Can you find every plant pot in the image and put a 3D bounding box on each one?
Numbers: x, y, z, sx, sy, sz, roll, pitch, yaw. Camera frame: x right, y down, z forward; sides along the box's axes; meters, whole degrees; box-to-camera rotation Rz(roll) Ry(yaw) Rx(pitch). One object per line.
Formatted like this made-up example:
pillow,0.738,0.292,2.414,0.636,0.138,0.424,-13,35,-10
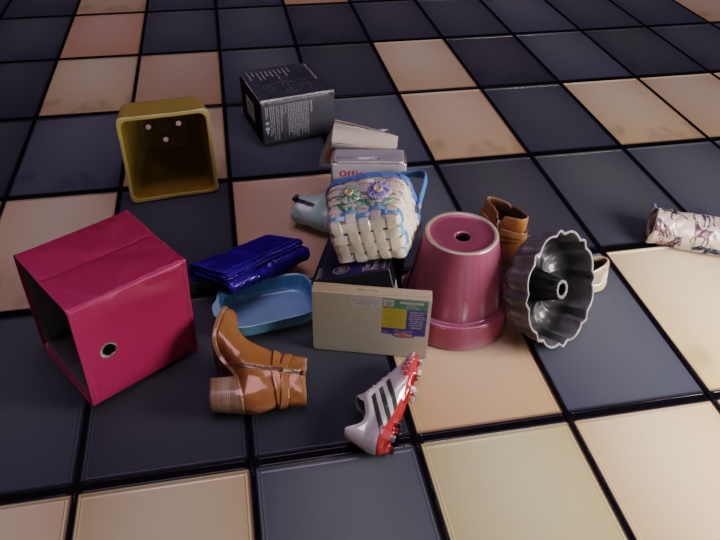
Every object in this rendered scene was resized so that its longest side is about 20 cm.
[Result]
plant pot,-0.439,-0.297,1.625,0.193,0.196,0.201,-9,34,-13
plant pot,0.169,0.006,1.256,0.197,0.181,0.201,1,37,-1

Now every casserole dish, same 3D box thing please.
casserole dish,-0.166,0.065,1.288,0.197,0.039,0.122,-11,40,-16

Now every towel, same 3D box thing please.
towel,-0.210,-0.022,1.350,0.147,0.050,0.199,16,31,41

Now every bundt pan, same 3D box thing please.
bundt pan,0.317,0.029,1.235,0.201,0.204,0.075,-30,24,-34

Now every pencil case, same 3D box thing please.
pencil case,0.687,-0.081,1.460,0.197,0.078,0.090,11,59,13

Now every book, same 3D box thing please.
book,-0.007,-0.244,1.482,0.132,0.200,0.049,9,81,-10

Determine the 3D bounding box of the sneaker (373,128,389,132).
sneaker,-0.009,-0.291,1.724,0.088,0.079,0.200,14,31,27

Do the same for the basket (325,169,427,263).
basket,0.027,-0.110,1.242,0.174,0.140,0.201,-7,33,12

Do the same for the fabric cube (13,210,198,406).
fabric cube,-0.406,0.056,1.167,0.198,0.198,0.199,-28,45,-34

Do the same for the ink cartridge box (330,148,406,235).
ink cartridge box,0.015,-0.130,1.402,0.143,0.202,0.088,0,29,0

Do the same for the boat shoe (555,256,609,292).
boat shoe,0.375,0.013,1.344,0.197,0.066,0.072,-9,39,-13

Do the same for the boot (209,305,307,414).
boot,-0.162,0.143,1.161,0.152,0.074,0.202,-2,53,-6

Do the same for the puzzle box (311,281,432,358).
puzzle box,0.018,0.084,1.192,0.197,0.134,0.026,5,39,3

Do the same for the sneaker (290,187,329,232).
sneaker,-0.077,-0.163,1.548,0.117,0.074,0.201,15,40,16

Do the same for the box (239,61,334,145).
box,-0.190,-0.435,1.851,0.194,0.125,0.201,-15,40,-17

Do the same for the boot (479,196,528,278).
boot,0.227,-0.069,1.371,0.199,0.157,0.076,30,46,32

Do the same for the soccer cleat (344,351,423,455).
soccer cleat,0.039,0.195,1.107,0.084,0.069,0.201,16,45,12

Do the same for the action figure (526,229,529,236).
action figure,0.310,-0.046,1.435,0.198,0.052,0.066,15,44,21

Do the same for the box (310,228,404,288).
box,0.000,0.000,1.285,0.139,0.080,0.200,-12,23,11
